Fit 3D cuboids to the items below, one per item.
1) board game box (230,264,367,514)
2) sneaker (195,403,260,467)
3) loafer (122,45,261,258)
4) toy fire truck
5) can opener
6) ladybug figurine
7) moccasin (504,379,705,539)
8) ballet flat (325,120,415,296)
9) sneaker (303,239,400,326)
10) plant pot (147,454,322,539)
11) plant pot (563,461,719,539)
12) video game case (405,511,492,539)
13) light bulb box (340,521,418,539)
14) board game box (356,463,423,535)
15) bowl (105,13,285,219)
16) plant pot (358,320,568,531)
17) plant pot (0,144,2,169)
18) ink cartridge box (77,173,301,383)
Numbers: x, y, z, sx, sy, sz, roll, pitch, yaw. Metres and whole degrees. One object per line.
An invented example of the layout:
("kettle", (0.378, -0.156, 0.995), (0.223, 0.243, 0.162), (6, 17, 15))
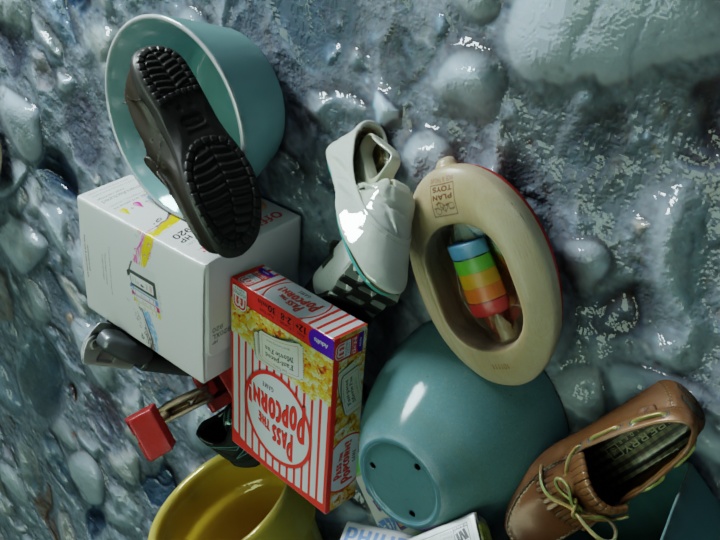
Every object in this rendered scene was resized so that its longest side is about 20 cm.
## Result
("board game box", (-0.065, 0.116, 0.905), (0.151, 0.046, 0.203), (27, 125, 38))
("sneaker", (-0.107, 0.177, 1.039), (0.199, 0.076, 0.079), (-29, 134, 35))
("loafer", (-0.153, -0.101, 0.825), (0.071, 0.072, 0.202), (-31, 82, 51))
("toy fire truck", (-0.183, 0.141, 1.016), (0.049, 0.140, 0.200), (60, 172, -4))
("can opener", (-0.238, 0.099, 1.064), (0.066, 0.199, 0.053), (32, 99, 33))
("ladybug figurine", (0.111, -0.003, 0.776), (0.135, 0.072, 0.202), (-7, 107, 43))
("moccasin", (0.196, 0.173, 0.749), (0.201, 0.078, 0.074), (-38, 92, 27))
("ballet flat", (0.013, -0.065, 0.780), (0.201, 0.068, 0.070), (-105, 23, -49))
("sneaker", (0.000, 0.000, 0.890), (0.074, 0.089, 0.200), (28, 156, -16))
("plant pot", (-0.124, 0.344, 1.107), (0.199, 0.201, 0.190), (-4, 125, 43))
("plant pot", (0.262, 0.295, 0.754), (0.200, 0.141, 0.141), (48, 136, -4))
("video game case", (0.039, 0.326, 0.771), (0.198, 0.036, 0.183), (-28, 51, 18))
("light bulb box", (0.084, 0.359, 0.889), (0.196, 0.126, 0.201), (1, 143, 35))
("board game box", (0.053, 0.266, 1.009), (0.095, 0.030, 0.202), (-18, 97, 46))
("bowl", (-0.152, -0.161, 0.909), (0.199, 0.105, 0.203), (21, 125, 33))
("plant pot", (0.075, 0.163, 0.854), (0.198, 0.134, 0.203), (20, 124, 34))
("plant pot", (-0.640, -0.178, 1.312), (0.199, 0.185, 0.189), (22, 127, 49))
("ink cartridge box", (-0.182, -0.007, 0.989), (0.199, 0.147, 0.146), (26, 127, 30))
